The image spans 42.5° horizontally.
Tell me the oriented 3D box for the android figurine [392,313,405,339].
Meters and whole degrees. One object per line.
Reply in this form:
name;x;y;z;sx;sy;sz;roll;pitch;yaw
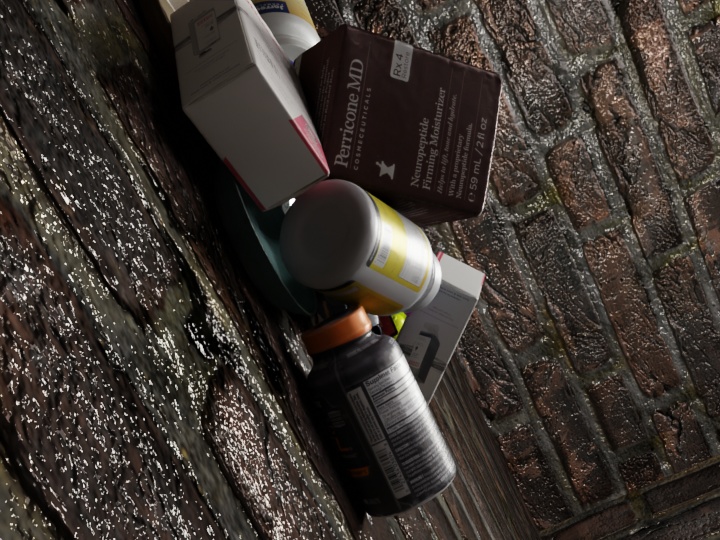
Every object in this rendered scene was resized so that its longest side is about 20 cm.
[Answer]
android figurine;0.042;0.044;1.554;0.201;0.041;0.183;71;-4;-48

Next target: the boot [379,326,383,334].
boot;0.015;0.119;1.185;0.200;0.073;0.152;-78;144;-85

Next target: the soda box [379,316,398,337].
soda box;-0.017;0.013;1.328;0.063;0.070;0.201;43;23;-82

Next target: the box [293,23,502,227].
box;0.026;-0.152;1.046;0.164;0.199;0.167;-4;-105;65

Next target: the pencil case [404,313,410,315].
pencil case;0.012;-0.042;1.170;0.092;0.085;0.201;43;22;-61

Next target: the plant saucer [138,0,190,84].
plant saucer;-0.200;-0.259;1.051;0.200;0.029;0.201;-25;90;-84

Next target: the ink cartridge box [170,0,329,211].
ink cartridge box;-0.113;-0.180;0.929;0.147;0.082;0.201;53;12;-40

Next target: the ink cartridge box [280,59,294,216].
ink cartridge box;-0.080;-0.150;1.141;0.099;0.039;0.202;18;70;-55

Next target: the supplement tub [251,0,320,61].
supplement tub;-0.133;-0.325;1.312;0.145;0.144;0.201;57;10;-49

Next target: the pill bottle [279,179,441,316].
pill bottle;0.010;-0.015;0.984;0.200;0.112;0.113;28;36;-58

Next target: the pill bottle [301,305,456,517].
pill bottle;0.012;0.139;0.947;0.106;0.106;0.201;-55;120;-82

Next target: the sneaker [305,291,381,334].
sneaker;-0.022;0.037;1.084;0.078;0.079;0.201;-27;87;-46

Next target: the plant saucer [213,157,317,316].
plant saucer;-0.105;-0.037;0.968;0.201;0.036;0.200;63;7;-14

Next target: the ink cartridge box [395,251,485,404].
ink cartridge box;0.100;0.091;1.335;0.084;0.201;0.146;26;17;5
